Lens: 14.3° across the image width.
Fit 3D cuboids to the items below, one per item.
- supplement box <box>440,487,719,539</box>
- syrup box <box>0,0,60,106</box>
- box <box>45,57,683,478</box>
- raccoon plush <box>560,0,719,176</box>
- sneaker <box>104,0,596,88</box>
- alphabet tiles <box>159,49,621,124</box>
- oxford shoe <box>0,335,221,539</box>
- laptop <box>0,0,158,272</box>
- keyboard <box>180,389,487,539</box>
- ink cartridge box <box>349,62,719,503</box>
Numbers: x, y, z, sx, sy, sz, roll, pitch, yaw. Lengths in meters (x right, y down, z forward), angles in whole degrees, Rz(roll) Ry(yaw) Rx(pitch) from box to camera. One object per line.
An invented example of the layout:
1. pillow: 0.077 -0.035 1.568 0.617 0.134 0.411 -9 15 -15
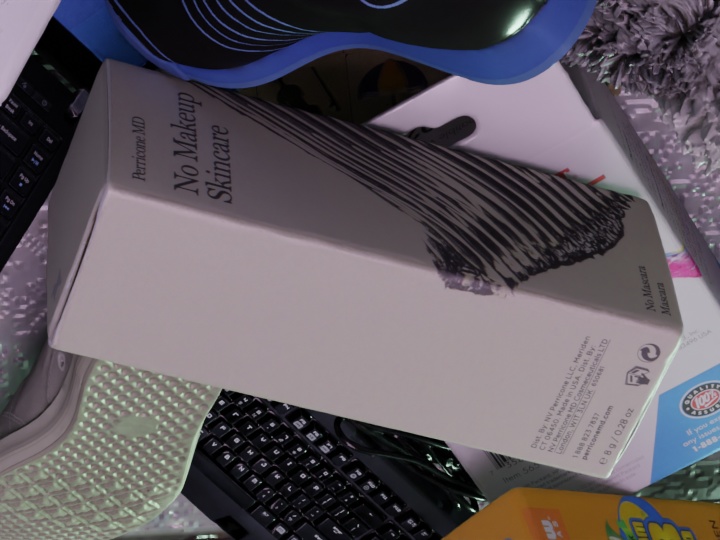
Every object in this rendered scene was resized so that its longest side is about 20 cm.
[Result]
1. supplement box: 0.111 0.129 1.090 0.200 0.067 0.069 6 143 -45
2. syrup box: -0.103 -0.162 0.881 0.081 0.079 0.200 28 95 -26
3. box: 0.000 0.000 0.948 0.200 0.082 0.068 14 124 -17
4. raccoon plush: 0.106 -0.095 0.872 0.097 0.134 0.200 -54 162 -13
5. sneaker: -0.021 -0.101 0.870 0.078 0.200 0.070 39 66 -39
6. alphabet tiles: 0.007 -0.109 1.012 0.166 0.006 0.200 -8 124 -2
7. oxford shoe: -0.093 0.046 1.052 0.075 0.058 0.200 8 146 -20
8. laptop: -0.135 -0.090 0.941 0.177 0.200 0.103 43 152 -27
9. keyboard: -0.013 0.081 1.112 0.104 0.040 0.200 -37 121 16
10. ink cartridge box: 0.058 -0.006 1.041 0.115 0.068 0.200 -28 125 12
